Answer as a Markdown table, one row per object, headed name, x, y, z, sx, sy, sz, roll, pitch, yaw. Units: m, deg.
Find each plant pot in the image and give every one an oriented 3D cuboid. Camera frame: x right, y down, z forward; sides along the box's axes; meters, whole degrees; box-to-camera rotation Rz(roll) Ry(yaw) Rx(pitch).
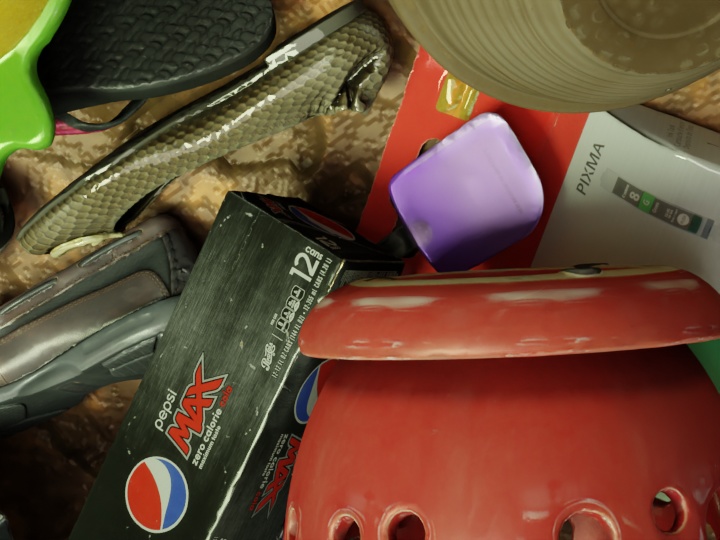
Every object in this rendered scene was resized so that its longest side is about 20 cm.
| name | x | y | z | sx | sy | sz | roll | pitch | yaw |
| --- | --- | --- | --- | --- | --- | --- | --- | --- | --- |
| plant pot | 0.108 | -0.141 | 0.893 | 0.200 | 0.093 | 0.201 | -8 | 121 | -13 |
| plant pot | 0.063 | 0.091 | 0.941 | 0.200 | 0.200 | 0.183 | -4 | 90 | 13 |

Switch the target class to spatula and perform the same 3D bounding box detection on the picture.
| name | x | y | z | sx | sy | sz | roll | pitch | yaw |
| --- | --- | --- | --- | --- | --- | --- | --- | --- | --- |
| spatula | 0.000 | 0.000 | 1.049 | 0.200 | 0.021 | 0.057 | -34 | 86 | 33 |

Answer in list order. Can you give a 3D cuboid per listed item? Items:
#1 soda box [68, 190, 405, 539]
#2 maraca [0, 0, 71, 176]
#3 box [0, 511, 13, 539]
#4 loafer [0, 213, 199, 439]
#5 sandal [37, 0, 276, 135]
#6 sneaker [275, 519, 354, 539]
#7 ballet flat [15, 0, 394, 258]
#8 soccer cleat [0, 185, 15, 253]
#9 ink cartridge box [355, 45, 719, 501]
| name | x | y | z | sx | sy | sz | roll | pitch | yaw |
| --- | --- | --- | --- | --- | --- | --- | --- | --- | --- |
| soda box | -0.060 | 0.068 | 1.027 | 0.071 | 0.063 | 0.200 | 31 | 102 | 26 |
| maraca | -0.179 | -0.130 | 0.979 | 0.137 | 0.107 | 0.201 | 3 | 91 | 23 |
| box | -0.234 | 0.180 | 1.076 | 0.182 | 0.104 | 0.200 | 25 | 138 | 41 |
| loafer | -0.158 | 0.036 | 1.094 | 0.200 | 0.072 | 0.063 | -22 | 72 | 18 |
| sandal | -0.131 | -0.091 | 1.026 | 0.200 | 0.075 | 0.045 | -16 | 149 | 10 |
| sneaker | -0.023 | 0.117 | 1.079 | 0.199 | 0.089 | 0.079 | 4 | 113 | 12 |
| ballet flat | -0.068 | -0.053 | 1.029 | 0.200 | 0.067 | 0.046 | -31 | 99 | 16 |
| soccer cleat | -0.254 | -0.060 | 1.066 | 0.200 | 0.068 | 0.073 | 40 | 130 | -6 |
| ink cartridge box | 0.095 | 0.002 | 1.027 | 0.200 | 0.050 | 0.161 | 20 | 116 | 1 |
